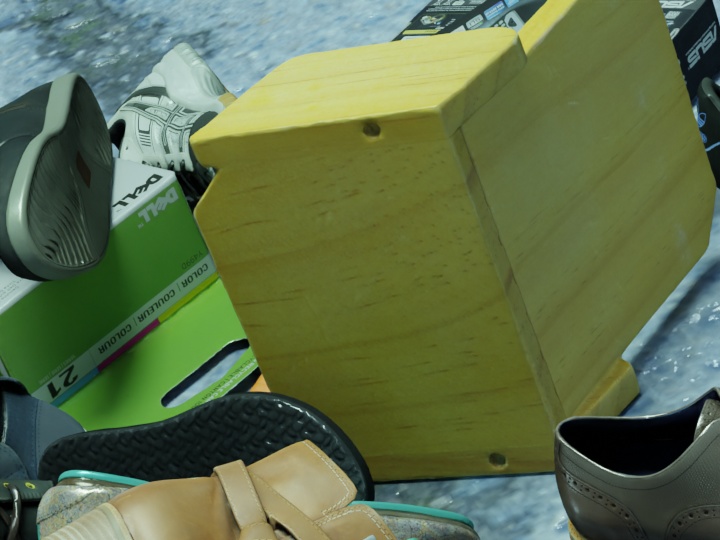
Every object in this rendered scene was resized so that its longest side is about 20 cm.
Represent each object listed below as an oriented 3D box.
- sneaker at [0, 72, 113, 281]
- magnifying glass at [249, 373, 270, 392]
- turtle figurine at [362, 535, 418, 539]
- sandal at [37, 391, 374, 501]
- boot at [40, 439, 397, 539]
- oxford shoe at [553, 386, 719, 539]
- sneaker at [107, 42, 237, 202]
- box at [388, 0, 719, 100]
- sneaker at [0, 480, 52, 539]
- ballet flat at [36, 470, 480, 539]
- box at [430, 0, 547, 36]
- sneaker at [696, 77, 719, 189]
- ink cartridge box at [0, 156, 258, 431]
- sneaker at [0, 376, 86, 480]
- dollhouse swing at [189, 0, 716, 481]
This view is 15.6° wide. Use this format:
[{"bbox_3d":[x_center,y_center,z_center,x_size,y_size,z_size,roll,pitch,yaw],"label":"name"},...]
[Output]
[{"bbox_3d":[-0.195,-0.033,1.411,0.106,0.075,0.200,-22,20,10],"label":"sneaker"},{"bbox_3d":[0.000,0.000,1.308,0.079,0.022,0.201,21,71,39],"label":"magnifying glass"},{"bbox_3d":[0.036,0.175,1.009,0.199,0.101,0.150,-5,45,-13],"label":"turtle figurine"},{"bbox_3d":[-0.071,0.096,1.263,0.199,0.076,0.045,-6,2,38],"label":"sandal"},{"bbox_3d":[-0.039,0.168,1.073,0.155,0.077,0.200,-20,57,-27],"label":"boot"},{"bbox_3d":[0.172,0.089,1.098,0.199,0.073,0.071,-6,32,26],"label":"oxford shoe"},{"bbox_3d":[-0.094,-0.062,1.552,0.088,0.076,0.200,-41,28,-2],"label":"sneaker"},{"bbox_3d":[0.086,-0.100,1.498,0.199,0.049,0.161,6,38,39],"label":"box"},{"bbox_3d":[-0.191,0.117,1.198,0.106,0.075,0.200,-6,-5,-5],"label":"sneaker"},{"bbox_3d":[-0.046,0.135,1.167,0.199,0.068,0.068,5,66,2],"label":"ballet flat"},{"bbox_3d":[0.046,-0.052,1.377,0.199,0.050,0.158,-31,40,7],"label":"box"},{"bbox_3d":[0.266,-0.088,1.323,0.199,0.078,0.070,-20,29,5],"label":"sneaker"},{"bbox_3d":[-0.137,0.014,1.430,0.148,0.076,0.199,-39,32,-28],"label":"ink cartridge box"},{"bbox_3d":[-0.224,0.073,1.305,0.199,0.080,0.079,7,45,-17],"label":"sneaker"},{"bbox_3d":[0.051,-0.035,1.255,0.181,0.201,0.176,-5,34,27],"label":"dollhouse swing"}]
